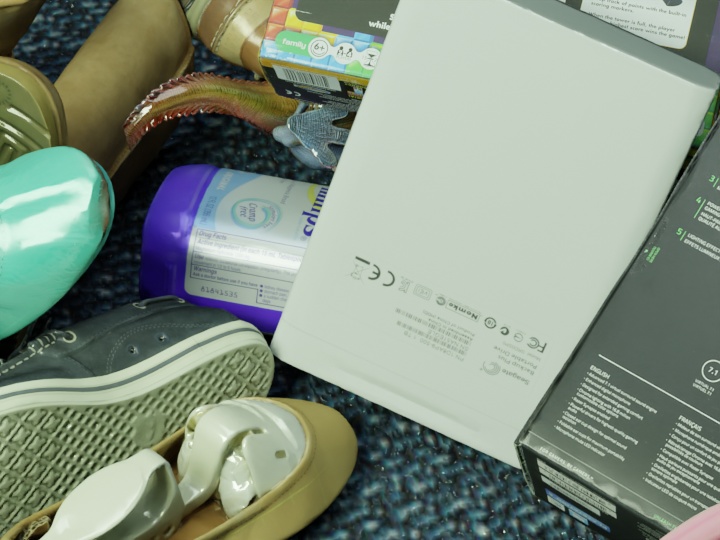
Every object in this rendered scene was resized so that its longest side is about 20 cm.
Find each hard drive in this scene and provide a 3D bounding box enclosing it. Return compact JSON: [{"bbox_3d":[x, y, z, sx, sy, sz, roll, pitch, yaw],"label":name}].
[{"bbox_3d":[0.052,-0.022,0.915,0.132,0.200,0.027,24,31,5],"label":"hard drive"}]

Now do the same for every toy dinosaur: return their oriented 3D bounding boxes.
[{"bbox_3d":[-0.008,-0.093,1.072,0.199,0.105,0.181,7,-1,-3],"label":"toy dinosaur"}]

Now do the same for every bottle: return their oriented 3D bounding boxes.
[{"bbox_3d":[0.000,0.000,1.006,0.199,0.066,0.084,10,27,6],"label":"bottle"}]

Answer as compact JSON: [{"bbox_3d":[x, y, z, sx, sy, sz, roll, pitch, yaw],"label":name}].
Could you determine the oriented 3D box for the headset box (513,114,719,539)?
[{"bbox_3d":[0.188,0.039,0.866,0.174,0.093,0.200,29,79,16],"label":"headset box"}]

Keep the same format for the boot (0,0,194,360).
[{"bbox_3d":[-0.135,-0.076,1.004,0.066,0.175,0.200,25,44,5],"label":"boot"}]

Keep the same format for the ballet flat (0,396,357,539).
[{"bbox_3d":[-0.070,0.092,0.884,0.069,0.063,0.200,31,44,28],"label":"ballet flat"}]

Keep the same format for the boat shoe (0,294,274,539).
[{"bbox_3d":[-0.128,0.059,0.915,0.200,0.075,0.062,-21,43,-38],"label":"boat shoe"}]

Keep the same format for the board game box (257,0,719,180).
[{"bbox_3d":[0.072,-0.141,0.948,0.199,0.057,0.166,13,77,10],"label":"board game box"}]

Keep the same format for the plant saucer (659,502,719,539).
[{"bbox_3d":[0.168,0.175,0.753,0.200,0.051,0.201,-3,75,11],"label":"plant saucer"}]

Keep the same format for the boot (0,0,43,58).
[{"bbox_3d":[-0.240,-0.122,1.024,0.174,0.200,0.066,-5,82,-12],"label":"boot"}]

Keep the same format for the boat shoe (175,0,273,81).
[{"bbox_3d":[-0.018,-0.130,1.149,0.074,0.076,0.200,46,30,18],"label":"boat shoe"}]

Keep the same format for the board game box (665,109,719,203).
[{"bbox_3d":[0.173,-0.100,1.008,0.200,0.103,0.105,-31,77,1],"label":"board game box"}]

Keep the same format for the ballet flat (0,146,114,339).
[{"bbox_3d":[-0.183,0.004,0.896,0.070,0.200,0.068,1,70,-44],"label":"ballet flat"}]
